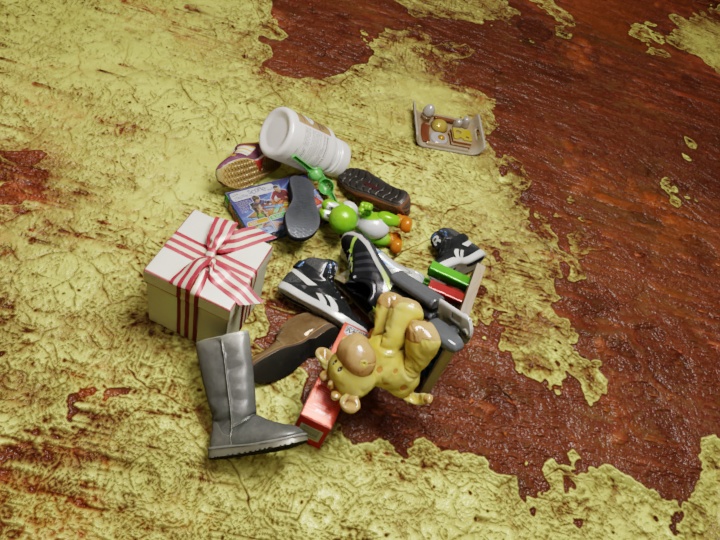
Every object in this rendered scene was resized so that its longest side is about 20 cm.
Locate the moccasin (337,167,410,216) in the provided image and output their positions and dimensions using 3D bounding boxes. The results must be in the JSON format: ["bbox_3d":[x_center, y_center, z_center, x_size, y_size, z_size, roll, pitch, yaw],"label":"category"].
[{"bbox_3d":[0.032,-0.181,1.360,0.201,0.078,0.074,23,65,24],"label":"moccasin"}]

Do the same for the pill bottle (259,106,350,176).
[{"bbox_3d":[-0.119,-0.282,1.320,0.200,0.114,0.114,14,43,-48],"label":"pill bottle"}]

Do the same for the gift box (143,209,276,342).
[{"bbox_3d":[-0.256,0.016,1.050,0.200,0.187,0.185,21,52,-1],"label":"gift box"}]

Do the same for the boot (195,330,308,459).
[{"bbox_3d":[-0.182,0.199,0.961,0.182,0.073,0.200,-8,67,4],"label":"boot"}]

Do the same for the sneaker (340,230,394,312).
[{"bbox_3d":[0.000,0.000,1.140,0.083,0.072,0.200,-21,53,-23],"label":"sneaker"}]

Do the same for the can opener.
[{"bbox_3d":[0.113,0.062,0.985,0.066,0.053,0.200,-17,36,-29],"label":"can opener"}]

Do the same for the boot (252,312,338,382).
[{"bbox_3d":[-0.139,0.140,1.080,0.200,0.074,0.075,-26,50,-38],"label":"boot"}]

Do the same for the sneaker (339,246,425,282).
[{"bbox_3d":[0.043,0.004,1.230,0.200,0.072,0.073,26,64,8],"label":"sneaker"}]

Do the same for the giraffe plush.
[{"bbox_3d":[0.017,0.146,0.957,0.162,0.200,0.173,-6,15,-26],"label":"giraffe plush"}]

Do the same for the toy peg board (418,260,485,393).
[{"bbox_3d":[0.137,0.099,1.105,0.098,0.200,0.199,24,51,6],"label":"toy peg board"}]

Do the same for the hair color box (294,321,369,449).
[{"bbox_3d":[-0.049,0.201,1.032,0.061,0.102,0.200,25,52,1],"label":"hair color box"}]

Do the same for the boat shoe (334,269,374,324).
[{"bbox_3d":[0.023,0.073,1.175,0.063,0.073,0.200,-25,54,-24],"label":"boat shoe"}]

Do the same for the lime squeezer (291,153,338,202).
[{"bbox_3d":[-0.093,-0.195,1.307,0.200,0.038,0.071,50,33,-31],"label":"lime squeezer"}]

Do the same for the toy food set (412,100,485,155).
[{"bbox_3d":[0.239,-0.395,1.592,0.200,0.060,0.144,7,52,-12],"label":"toy food set"}]

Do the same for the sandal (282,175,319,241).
[{"bbox_3d":[-0.127,-0.127,1.250,0.076,0.043,0.200,16,41,-16],"label":"sandal"}]

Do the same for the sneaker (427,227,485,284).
[{"bbox_3d":[0.181,-0.036,1.281,0.112,0.073,0.200,45,35,22],"label":"sneaker"}]

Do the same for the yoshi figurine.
[{"bbox_3d":[0.008,-0.097,1.258,0.200,0.112,0.113,16,72,-14],"label":"yoshi figurine"}]

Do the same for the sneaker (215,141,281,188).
[{"bbox_3d":[-0.266,-0.240,1.308,0.090,0.075,0.200,24,32,25],"label":"sneaker"}]

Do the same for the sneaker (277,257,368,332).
[{"bbox_3d":[-0.053,0.041,1.150,0.200,0.073,0.112,30,70,8],"label":"sneaker"}]

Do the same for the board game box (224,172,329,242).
[{"bbox_3d":[-0.180,-0.137,1.284,0.200,0.034,0.135,-20,63,-30],"label":"board game box"}]
